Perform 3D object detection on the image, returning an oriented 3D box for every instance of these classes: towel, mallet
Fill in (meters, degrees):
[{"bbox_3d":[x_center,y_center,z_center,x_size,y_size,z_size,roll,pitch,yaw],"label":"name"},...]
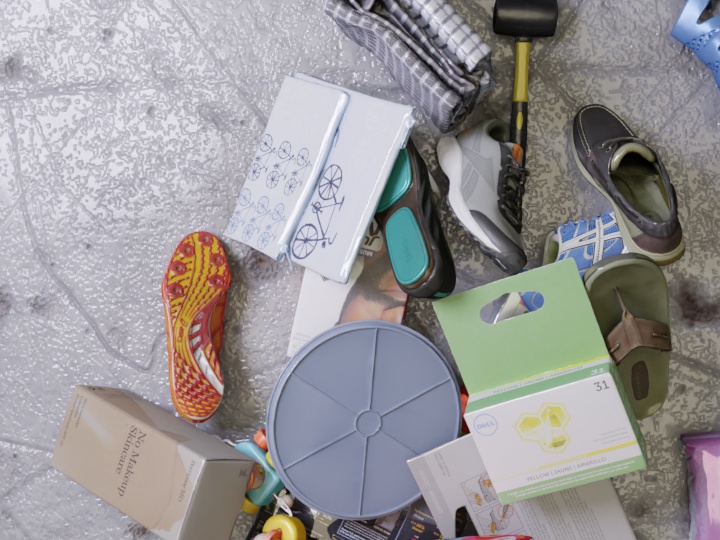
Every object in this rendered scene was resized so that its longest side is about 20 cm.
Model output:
[{"bbox_3d":[0.050,-0.215,1.093,0.086,0.200,0.166,-43,87,6],"label":"towel"},{"bbox_3d":[0.173,-0.180,1.168,0.065,0.041,0.201,-4,96,3],"label":"mallet"}]

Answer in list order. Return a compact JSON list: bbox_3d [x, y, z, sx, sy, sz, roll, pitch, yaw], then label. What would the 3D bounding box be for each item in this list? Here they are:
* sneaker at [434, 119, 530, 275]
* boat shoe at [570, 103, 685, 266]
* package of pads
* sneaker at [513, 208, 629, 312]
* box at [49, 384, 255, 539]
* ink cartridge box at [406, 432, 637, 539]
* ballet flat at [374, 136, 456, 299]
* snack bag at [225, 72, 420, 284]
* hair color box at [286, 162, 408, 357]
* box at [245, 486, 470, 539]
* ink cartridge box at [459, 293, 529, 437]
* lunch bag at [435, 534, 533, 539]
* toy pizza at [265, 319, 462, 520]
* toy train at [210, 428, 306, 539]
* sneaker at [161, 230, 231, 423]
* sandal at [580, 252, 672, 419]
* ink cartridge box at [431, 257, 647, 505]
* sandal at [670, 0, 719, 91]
[{"bbox_3d":[0.127,-0.078,1.097,0.079,0.201,0.074,-32,130,18],"label":"sneaker"},{"bbox_3d":[0.259,-0.097,1.098,0.071,0.066,0.202,-13,52,-5],"label":"boat shoe"},{"bbox_3d":[0.420,0.219,1.134,0.199,0.076,0.121,-4,94,5],"label":"package of pads"},{"bbox_3d":[0.231,-0.026,1.122,0.077,0.076,0.200,45,70,0],"label":"sneaker"},{"bbox_3d":[-0.209,0.192,1.141,0.199,0.078,0.095,19,92,36],"label":"box"},{"bbox_3d":[0.164,0.230,1.148,0.175,0.045,0.201,-24,104,7],"label":"ink cartridge box"},{"bbox_3d":[0.047,-0.054,1.095,0.068,0.068,0.201,-31,53,30],"label":"ballet flat"},{"bbox_3d":[-0.044,-0.093,1.134,0.200,0.021,0.189,26,94,46],"label":"snack bag"},{"bbox_3d":[0.000,0.000,1.171,0.110,0.064,0.201,12,93,3],"label":"hair color box"},{"bbox_3d":[-0.003,0.262,1.184,0.199,0.050,0.158,25,93,4],"label":"box"},{"bbox_3d":[0.184,0.129,1.165,0.162,0.050,0.201,26,90,4],"label":"ink cartridge box"},{"bbox_3d":[0.065,0.291,1.060,0.199,0.176,0.082,-18,83,41],"label":"lunch bag"},{"bbox_3d":[0.003,0.146,1.127,0.199,0.032,0.201,-2,99,-15],"label":"toy pizza"},{"bbox_3d":[-0.128,0.260,1.148,0.150,0.056,0.201,-12,76,25],"label":"toy train"},{"bbox_3d":[-0.175,0.058,1.187,0.073,0.077,0.201,6,75,-13],"label":"sneaker"},{"bbox_3d":[0.260,0.067,1.069,0.079,0.057,0.202,-19,122,3],"label":"sandal"},{"bbox_3d":[0.163,0.105,1.054,0.145,0.048,0.201,-18,107,19],"label":"ink cartridge box"},{"bbox_3d":[0.347,-0.241,1.133,0.087,0.079,0.201,-10,82,9],"label":"sandal"}]
